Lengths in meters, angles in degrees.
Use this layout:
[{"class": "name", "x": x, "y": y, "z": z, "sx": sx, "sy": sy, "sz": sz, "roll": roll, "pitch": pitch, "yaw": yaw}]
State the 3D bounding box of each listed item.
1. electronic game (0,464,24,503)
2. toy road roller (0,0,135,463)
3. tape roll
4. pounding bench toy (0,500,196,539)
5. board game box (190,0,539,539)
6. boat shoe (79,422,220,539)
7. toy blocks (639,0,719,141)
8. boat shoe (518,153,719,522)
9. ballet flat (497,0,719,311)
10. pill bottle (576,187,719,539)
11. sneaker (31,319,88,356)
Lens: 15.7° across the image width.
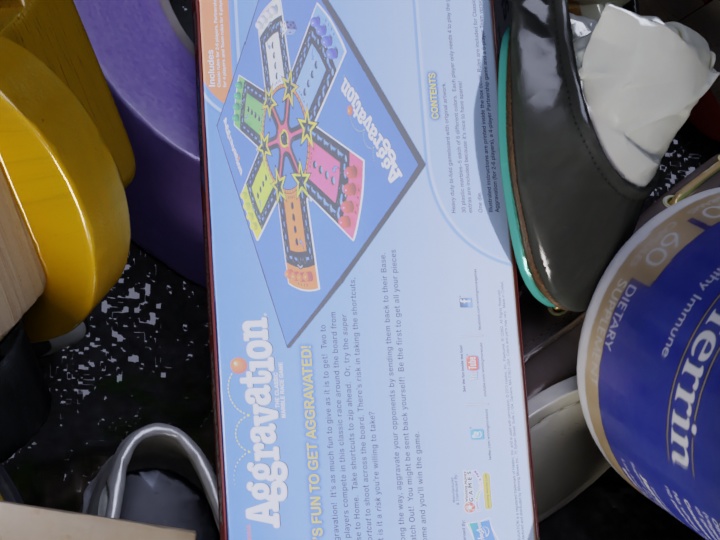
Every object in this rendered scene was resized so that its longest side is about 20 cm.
[{"class": "electronic game", "x": -0.201, "y": 0.114, "z": 0.845, "sx": 0.200, "sy": 0.042, "sz": 0.200, "roll": 4, "pitch": 62, "yaw": -7}, {"class": "toy road roller", "x": -0.159, "y": -0.023, "z": 0.795, "sx": 0.200, "sy": 0.123, "sz": 0.146, "roll": 0, "pitch": 33, "yaw": 32}, {"class": "tape roll", "x": -0.012, "y": -0.090, "z": 0.959, "sx": 0.200, "sy": 0.085, "sz": 0.200, "roll": 4, "pitch": 62, "yaw": -6}, {"class": "pounding bench toy", "x": -0.166, "y": 0.138, "z": 0.741, "sx": 0.200, "sy": 0.124, "sz": 0.156, "roll": 11, "pitch": 80, "yaw": -16}, {"class": "board game box", "x": 0.000, "y": 0.000, "z": 0.862, "sx": 0.103, "sy": 0.019, "sz": 0.200, "roll": -1, "pitch": 74, "yaw": -10}, {"class": "boat shoe", "x": -0.055, "y": 0.145, "z": 0.838, "sx": 0.072, "sy": 0.066, "sz": 0.200, "roll": -1, "pitch": 62, "yaw": -10}, {"class": "toy blocks", "x": 0.137, "y": -0.104, "z": 0.966, "sx": 0.100, "sy": 0.137, "sz": 0.200, "roll": -31, "pitch": 90, "yaw": -24}, {"class": "boat shoe", "x": 0.079, "y": 0.028, "z": 0.918, "sx": 0.200, "sy": 0.072, "sz": 0.060, "roll": -35, "pitch": 61, "yaw": -15}, {"class": "ballet flat", "x": 0.079, "y": -0.088, "z": 0.873, "sx": 0.068, "sy": 0.068, "sz": 0.200, "roll": -14, "pitch": 74, "yaw": 33}, {"class": "pill bottle", "x": 0.158, "y": 0.049, "z": 0.798, "sx": 0.116, "sy": 0.200, "sz": 0.116, "roll": -6, "pitch": 107, "yaw": -21}, {"class": "sneaker", "x": -0.119, "y": -0.063, "z": 0.884, "sx": 0.080, "sy": 0.074, "sz": 0.200, "roll": 7, "pitch": 100, "yaw": -15}]
